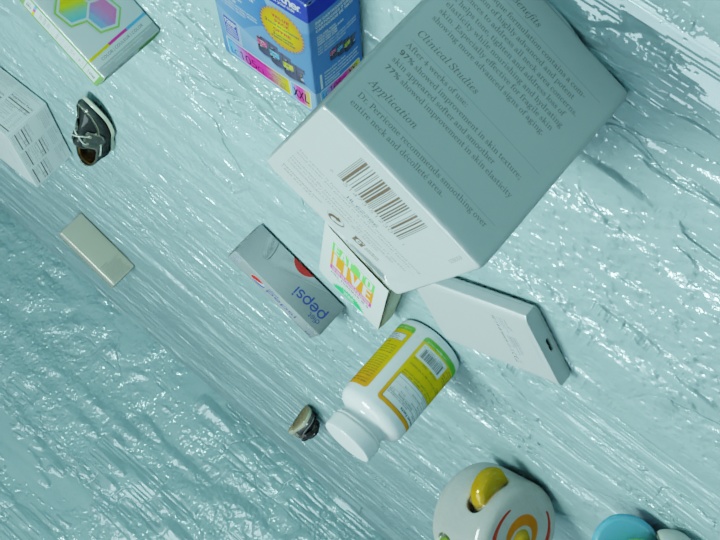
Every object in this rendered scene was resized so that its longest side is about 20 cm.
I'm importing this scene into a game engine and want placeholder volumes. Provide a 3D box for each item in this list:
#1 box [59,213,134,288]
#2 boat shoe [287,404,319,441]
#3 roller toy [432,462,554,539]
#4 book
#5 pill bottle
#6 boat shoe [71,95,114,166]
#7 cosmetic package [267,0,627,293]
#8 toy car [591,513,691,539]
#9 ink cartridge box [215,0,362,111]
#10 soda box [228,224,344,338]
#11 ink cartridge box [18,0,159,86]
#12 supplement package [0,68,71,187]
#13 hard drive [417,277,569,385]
[{"bbox_3d":[-0.701,-0.051,2.654,0.200,0.082,0.068,47,162,-7],"label":"box"},{"bbox_3d":[-0.132,0.384,2.471,0.065,0.072,0.200,31,158,-2],"label":"boat shoe"},{"bbox_3d":[0.226,0.421,1.656,0.182,0.201,0.140,13,-177,-38],"label":"roller toy"},{"bbox_3d":[0.000,0.000,1.427,0.134,0.048,0.200,44,163,11],"label":"book"},{"bbox_3d":[0.044,0.179,1.469,0.111,0.200,0.111,37,160,16],"label":"pill bottle"},{"bbox_3d":[-0.497,-0.252,1.839,0.072,0.068,0.200,43,160,5],"label":"boat shoe"},{"bbox_3d":[0.065,-0.114,0.801,0.167,0.200,0.166,46,160,-8],"label":"cosmetic package"},{"bbox_3d":[0.390,0.423,1.415,0.200,0.175,0.150,57,-167,-36],"label":"toy car"},{"bbox_3d":[-0.073,-0.263,0.957,0.136,0.076,0.200,37,159,18],"label":"ink cartridge box"},{"bbox_3d":[-0.124,0.019,1.666,0.200,0.068,0.063,46,162,-6],"label":"soda box"},{"bbox_3d":[-0.374,-0.355,1.314,0.200,0.104,0.059,49,160,-15],"label":"ink cartridge box"},{"bbox_3d":[-0.729,-0.304,2.120,0.156,0.111,0.200,37,160,16],"label":"supplement package"},{"bbox_3d":[0.162,0.068,1.264,0.200,0.026,0.132,21,151,48],"label":"hard drive"}]
